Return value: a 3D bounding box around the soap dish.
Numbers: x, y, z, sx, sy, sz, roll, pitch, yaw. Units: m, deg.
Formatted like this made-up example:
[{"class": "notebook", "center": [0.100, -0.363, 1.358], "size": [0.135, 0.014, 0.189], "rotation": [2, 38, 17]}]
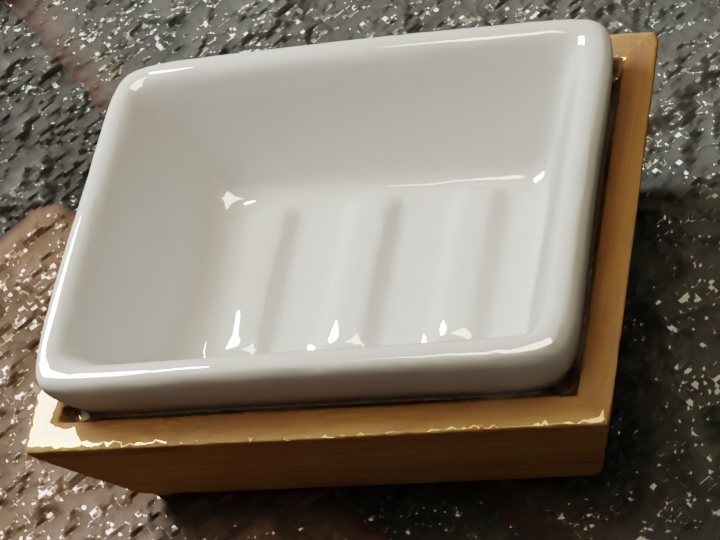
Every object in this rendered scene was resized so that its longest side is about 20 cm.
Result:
[{"class": "soap dish", "center": [0.000, 0.000, 0.839], "size": [0.199, 0.081, 0.158], "rotation": [-4, 52, 20]}]
